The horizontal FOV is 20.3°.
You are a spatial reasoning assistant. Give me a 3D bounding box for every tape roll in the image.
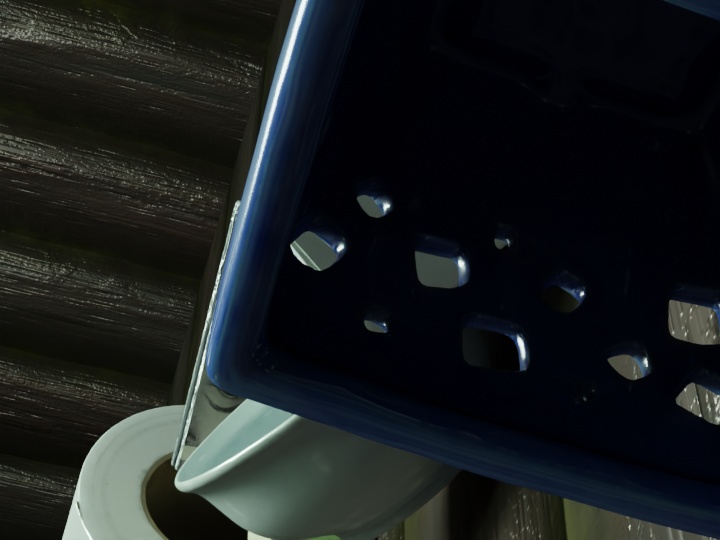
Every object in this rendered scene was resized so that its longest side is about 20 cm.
[{"bbox_3d":[-0.129,0.221,1.530,0.203,0.202,0.139,-86,13,-48],"label":"tape roll"}]

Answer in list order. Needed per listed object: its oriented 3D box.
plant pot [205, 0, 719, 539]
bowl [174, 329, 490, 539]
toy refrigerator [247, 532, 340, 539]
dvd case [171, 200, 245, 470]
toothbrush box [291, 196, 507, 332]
[{"bbox_3d":[0.078,-0.059,0.631,0.180,0.200,0.200,-77,5,-49],"label":"plant pot"},{"bbox_3d":[0.002,0.089,1.113,0.201,0.090,0.201,-37,5,4],"label":"bowl"},{"bbox_3d":[-0.034,0.184,1.387,0.200,0.076,0.070,-95,20,-68],"label":"toy refrigerator"},{"bbox_3d":[-0.050,0.059,1.482,0.016,0.149,0.200,22,99,56],"label":"dvd case"},{"bbox_3d":[0.024,-0.037,1.096,0.146,0.085,0.200,-40,7,-4],"label":"toothbrush box"}]
